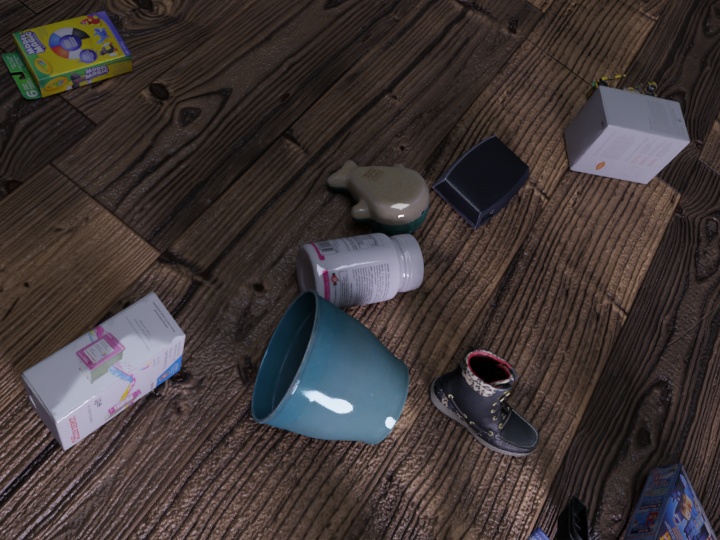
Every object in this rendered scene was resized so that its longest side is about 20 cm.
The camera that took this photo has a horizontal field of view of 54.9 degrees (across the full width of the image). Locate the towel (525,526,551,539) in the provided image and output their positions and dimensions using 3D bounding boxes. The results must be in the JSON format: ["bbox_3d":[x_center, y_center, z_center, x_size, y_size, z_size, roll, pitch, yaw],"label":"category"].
[{"bbox_3d":[0.235,0.486,0.971,0.145,0.024,0.201,43,92,11],"label":"towel"}]

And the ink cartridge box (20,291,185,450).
[{"bbox_3d":[-0.348,0.140,0.955,0.198,0.145,0.085,-34,77,-30],"label":"ink cartridge box"}]

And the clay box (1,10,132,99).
[{"bbox_3d":[-0.526,-0.386,1.240,0.197,0.048,0.116,-27,73,-29],"label":"clay box"}]

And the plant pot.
[{"bbox_3d":[-0.036,0.160,1.029,0.185,0.199,0.204,26,56,-20],"label":"plant pot"}]

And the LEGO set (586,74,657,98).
[{"bbox_3d":[0.623,-0.387,1.567,0.195,0.116,0.157,12,59,-11],"label":"LEGO set"}]

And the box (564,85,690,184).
[{"bbox_3d":[0.560,-0.285,1.472,0.195,0.153,0.109,8,60,-14],"label":"box"}]

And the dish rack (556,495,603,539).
[{"bbox_3d":[0.369,0.449,1.027,0.200,0.055,0.153,47,16,10],"label":"dish rack"}]

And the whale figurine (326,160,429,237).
[{"bbox_3d":[0.033,-0.131,1.268,0.197,0.105,0.160,24,54,26],"label":"whale figurine"}]

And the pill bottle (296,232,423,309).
[{"bbox_3d":[0.000,0.000,1.161,0.195,0.114,0.116,-9,65,-21],"label":"pill bottle"}]

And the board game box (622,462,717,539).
[{"bbox_3d":[0.485,0.439,1.077,0.197,0.061,0.204,-16,80,-45],"label":"board game box"}]

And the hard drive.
[{"bbox_3d":[0.247,-0.185,1.382,0.135,0.043,0.199,44,59,9],"label":"hard drive"}]

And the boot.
[{"bbox_3d":[0.217,0.212,1.092,0.201,0.154,0.074,31,57,1],"label":"boot"}]
